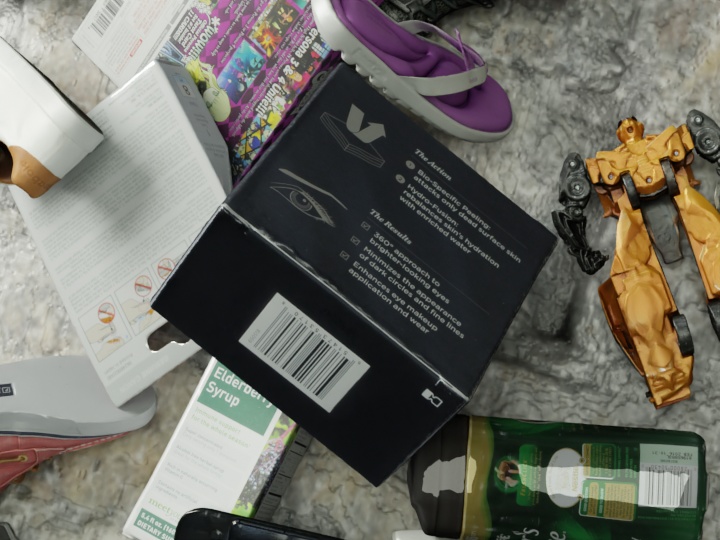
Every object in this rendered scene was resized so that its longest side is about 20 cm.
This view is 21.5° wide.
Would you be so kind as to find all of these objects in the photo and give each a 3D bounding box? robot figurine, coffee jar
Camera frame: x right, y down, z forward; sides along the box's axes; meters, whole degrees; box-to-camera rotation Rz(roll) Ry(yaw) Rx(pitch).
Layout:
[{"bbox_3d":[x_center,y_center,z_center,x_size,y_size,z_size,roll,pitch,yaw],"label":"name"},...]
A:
[{"bbox_3d":[0.219,-0.012,1.340,0.144,0.058,0.201,-18,78,5],"label":"robot figurine"},{"bbox_3d":[0.130,0.145,1.288,0.198,0.104,0.086,4,81,2],"label":"coffee jar"}]

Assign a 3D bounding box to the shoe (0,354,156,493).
[{"bbox_3d":[-0.251,0.120,1.390,0.199,0.091,0.072,-2,41,-16],"label":"shoe"}]

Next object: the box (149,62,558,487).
[{"bbox_3d":[0.000,0.000,1.268,0.196,0.200,0.118,39,131,-3],"label":"box"}]

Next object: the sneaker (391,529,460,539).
[{"bbox_3d":[0.028,0.275,1.312,0.088,0.074,0.201,13,72,11],"label":"sneaker"}]

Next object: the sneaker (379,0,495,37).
[{"bbox_3d":[0.060,-0.201,1.395,0.198,0.076,0.115,9,83,14],"label":"sneaker"}]

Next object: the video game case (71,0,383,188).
[{"bbox_3d":[-0.098,-0.188,1.395,0.181,0.036,0.200,44,114,15],"label":"video game case"}]

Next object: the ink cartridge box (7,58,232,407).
[{"bbox_3d":[-0.153,-0.026,1.380,0.160,0.047,0.201,-35,74,21],"label":"ink cartridge box"}]

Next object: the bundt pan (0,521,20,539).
[{"bbox_3d":[-0.314,0.270,1.364,0.200,0.076,0.203,-2,79,10],"label":"bundt pan"}]

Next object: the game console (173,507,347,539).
[{"bbox_3d":[-0.054,0.262,1.226,0.199,0.116,0.177,11,93,14],"label":"game console"}]

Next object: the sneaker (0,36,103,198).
[{"bbox_3d":[-0.264,-0.118,1.394,0.085,0.073,0.200,-49,39,2],"label":"sneaker"}]

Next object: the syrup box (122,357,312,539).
[{"bbox_3d":[-0.082,0.116,1.352,0.078,0.081,0.201,26,86,12],"label":"syrup box"}]

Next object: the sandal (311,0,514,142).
[{"bbox_3d":[0.050,-0.146,1.326,0.050,0.202,0.083,-35,51,32],"label":"sandal"}]
